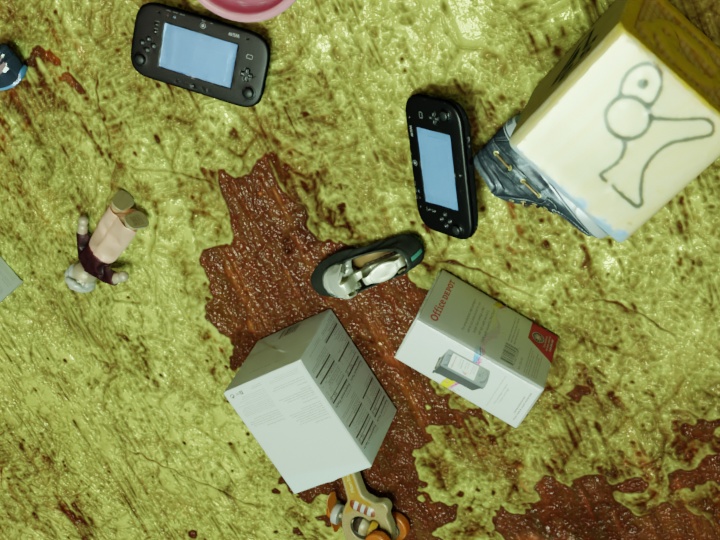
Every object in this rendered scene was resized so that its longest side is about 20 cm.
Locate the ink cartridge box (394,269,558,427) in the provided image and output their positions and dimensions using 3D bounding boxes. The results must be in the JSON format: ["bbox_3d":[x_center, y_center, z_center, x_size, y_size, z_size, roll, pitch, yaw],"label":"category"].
[{"bbox_3d":[0.166,0.108,1.725,0.199,0.148,0.086,29,123,3],"label":"ink cartridge box"}]

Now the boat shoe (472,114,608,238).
[{"bbox_3d":[0.241,-0.106,1.624,0.200,0.071,0.091,48,124,-3],"label":"boat shoe"}]

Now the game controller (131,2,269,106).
[{"bbox_3d":[-0.220,-0.297,1.683,0.198,0.042,0.105,18,124,9],"label":"game controller"}]

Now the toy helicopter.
[{"bbox_3d":[-0.010,0.374,2.003,0.131,0.079,0.202,-9,105,34],"label":"toy helicopter"}]

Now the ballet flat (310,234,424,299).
[{"bbox_3d":[0.000,0.000,1.769,0.199,0.069,0.068,-24,109,30],"label":"ballet flat"}]

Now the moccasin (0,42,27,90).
[{"bbox_3d":[-0.589,-0.298,1.811,0.198,0.081,0.069,-13,129,12],"label":"moccasin"}]

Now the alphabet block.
[{"bbox_3d":[0.323,-0.192,1.464,0.195,0.197,0.200,40,124,-7],"label":"alphabet block"}]

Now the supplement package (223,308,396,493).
[{"bbox_3d":[-0.073,0.199,1.861,0.151,0.151,0.201,-24,109,29],"label":"supplement package"}]

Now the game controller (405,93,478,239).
[{"bbox_3d":[0.109,-0.140,1.651,0.104,0.042,0.202,14,124,37],"label":"game controller"}]

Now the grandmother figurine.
[{"bbox_3d":[-0.401,-0.029,1.909,0.200,0.060,0.122,-43,71,37],"label":"grandmother figurine"}]

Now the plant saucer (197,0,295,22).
[{"bbox_3d":[-0.150,-0.426,1.587,0.199,0.051,0.202,9,121,16],"label":"plant saucer"}]

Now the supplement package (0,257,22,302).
[{"bbox_3d":[-0.692,0.027,1.957,0.147,0.200,0.192,-32,104,32],"label":"supplement package"}]
